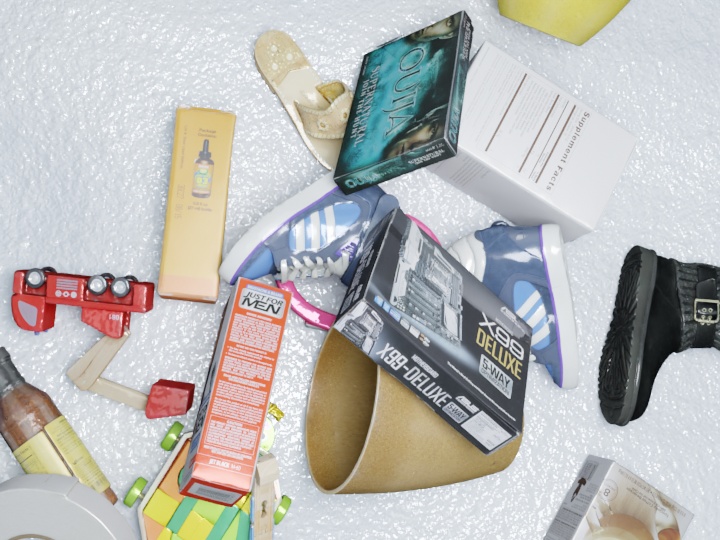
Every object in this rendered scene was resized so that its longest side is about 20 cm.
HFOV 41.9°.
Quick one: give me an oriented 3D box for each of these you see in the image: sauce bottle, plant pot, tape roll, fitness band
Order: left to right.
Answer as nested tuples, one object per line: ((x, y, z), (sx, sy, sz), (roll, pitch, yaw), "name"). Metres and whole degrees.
((-0.328, 0.172, 0.970), (0.065, 0.066, 0.202), (-32, 89, -9), "sauce bottle")
((-0.312, 0.302, 0.935), (0.198, 0.037, 0.208), (2, 104, 6), "tape roll")
((0.000, 0.000, 1.044), (0.195, 0.037, 0.147), (10, 83, -8), "fitness band")
((0.064, 0.149, 0.983), (0.196, 0.186, 0.191), (14, 83, -23), "plant pot")
((0.227, -0.336, 1.045), (0.196, 0.201, 0.145), (19, 107, -6), "plant pot")

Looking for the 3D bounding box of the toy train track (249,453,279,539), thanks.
((-0.095, 0.285, 0.961), (0.113, 0.032, 0.204), (-12, 115, -36), "toy train track")

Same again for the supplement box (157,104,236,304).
((-0.175, -0.069, 1.012), (0.065, 0.069, 0.205), (6, 86, -7), "supplement box")

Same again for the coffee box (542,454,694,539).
((0.259, 0.321, 1.027), (0.113, 0.080, 0.202), (31, 81, -3), "coffee box")

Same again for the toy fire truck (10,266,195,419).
((-0.271, 0.075, 0.990), (0.195, 0.049, 0.145), (6, 92, -2), "toy fire truck")

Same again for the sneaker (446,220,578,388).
((0.159, 0.045, 1.033), (0.143, 0.081, 0.203), (-7, 118, 14), "sneaker")

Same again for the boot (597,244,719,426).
((0.364, 0.085, 1.064), (0.155, 0.079, 0.216), (16, 82, -6), "boot")

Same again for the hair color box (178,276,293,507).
((-0.126, 0.124, 0.949), (0.063, 0.111, 0.204), (17, 65, -11), "hair color box")

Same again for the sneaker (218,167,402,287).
((-0.032, -0.007, 0.982), (0.199, 0.081, 0.147), (-37, 84, -18), "sneaker")

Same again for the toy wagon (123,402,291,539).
((-0.149, 0.226, 1.001), (0.154, 0.040, 0.202), (34, 81, -4), "toy wagon")

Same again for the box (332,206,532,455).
((0.077, 0.055, 0.906), (0.199, 0.159, 0.050), (41, 125, -13), "box")

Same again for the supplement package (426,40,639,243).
((0.178, -0.133, 1.037), (0.198, 0.121, 0.121), (31, 79, -4), "supplement package")

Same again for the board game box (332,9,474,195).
((0.048, -0.178, 0.982), (0.028, 0.133, 0.203), (46, 40, -37), "board game box")

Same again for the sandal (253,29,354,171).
((-0.042, -0.182, 1.038), (0.077, 0.070, 0.212), (-41, 91, -10), "sandal")
